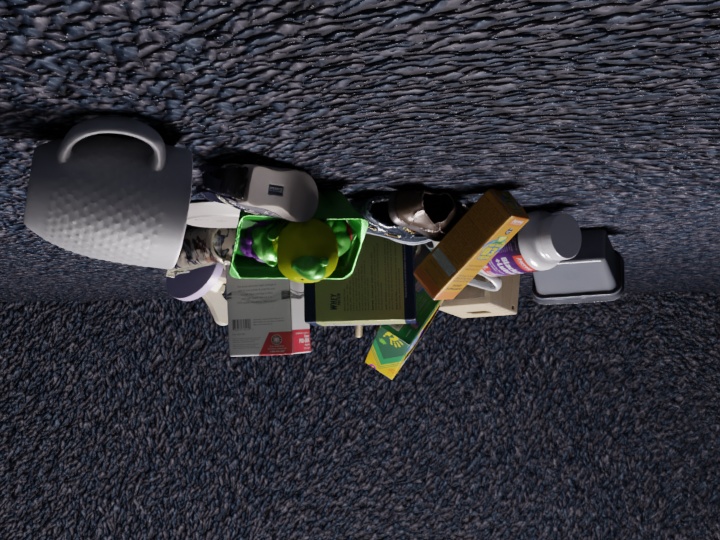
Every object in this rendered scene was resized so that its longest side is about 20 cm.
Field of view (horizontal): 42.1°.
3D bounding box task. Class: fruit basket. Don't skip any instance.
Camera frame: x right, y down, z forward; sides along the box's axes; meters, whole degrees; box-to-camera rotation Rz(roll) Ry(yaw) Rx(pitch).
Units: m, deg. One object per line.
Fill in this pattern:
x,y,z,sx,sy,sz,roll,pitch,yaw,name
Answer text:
-0.089,-0.032,1.410,0.215,0.216,0.156,1,136,-19,fruit basket

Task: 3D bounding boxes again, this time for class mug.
-0.290,-0.101,1.081,0.175,0.148,0.200,8,141,-19,mug

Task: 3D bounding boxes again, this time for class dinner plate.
-0.239,-0.094,1.626,0.199,0.024,0.200,-1,173,0,dinner plate

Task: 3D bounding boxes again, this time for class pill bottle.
0.307,-0.051,1.735,0.111,0.112,0.200,3,173,-35,pill bottle

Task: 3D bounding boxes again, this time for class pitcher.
0.194,-0.005,1.965,0.172,0.121,0.200,43,158,-10,pitcher

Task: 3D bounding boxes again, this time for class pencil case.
-0.309,-0.039,1.821,0.078,0.090,0.200,5,170,-44,pencil case

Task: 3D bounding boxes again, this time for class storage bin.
0.460,-0.025,2.022,0.199,0.146,0.134,-3,147,21,storage bin

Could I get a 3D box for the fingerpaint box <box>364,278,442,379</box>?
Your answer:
0.103,0.097,1.889,0.073,0.200,0.167,32,149,8,fingerpaint box

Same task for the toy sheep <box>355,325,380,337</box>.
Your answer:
0.002,0.051,1.927,0.138,0.138,0.200,2,-157,-32,toy sheep

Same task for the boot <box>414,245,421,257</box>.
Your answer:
0.004,-0.045,1.865,0.203,0.074,0.153,-2,-179,43,boot

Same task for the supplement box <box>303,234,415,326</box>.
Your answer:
0.000,0.000,1.725,0.199,0.201,0.134,-2,173,4,supplement box

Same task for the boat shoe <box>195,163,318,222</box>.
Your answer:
-0.141,-0.114,1.297,0.092,0.075,0.200,10,178,28,boat shoe

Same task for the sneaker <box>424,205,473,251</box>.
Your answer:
0.164,-0.071,1.710,0.093,0.070,0.200,31,158,6,sneaker

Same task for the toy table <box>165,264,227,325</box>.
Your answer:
-0.324,0.016,2.050,0.117,0.184,0.200,24,168,-36,toy table

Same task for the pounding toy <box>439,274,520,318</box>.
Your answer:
0.259,0.008,2.086,0.142,0.185,0.200,20,161,-41,pounding toy

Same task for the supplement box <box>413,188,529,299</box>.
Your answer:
0.179,-0.041,1.524,0.066,0.069,0.200,1,135,-52,supplement box

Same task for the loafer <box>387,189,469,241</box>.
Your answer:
0.127,-0.089,1.513,0.071,0.073,0.200,-7,173,39,loafer

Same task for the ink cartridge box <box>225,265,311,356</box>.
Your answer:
-0.180,0.064,1.829,0.146,0.201,0.083,-4,177,25,ink cartridge box

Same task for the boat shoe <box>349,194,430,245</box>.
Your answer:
0.073,-0.083,1.557,0.200,0.071,0.091,5,176,-31,boat shoe
